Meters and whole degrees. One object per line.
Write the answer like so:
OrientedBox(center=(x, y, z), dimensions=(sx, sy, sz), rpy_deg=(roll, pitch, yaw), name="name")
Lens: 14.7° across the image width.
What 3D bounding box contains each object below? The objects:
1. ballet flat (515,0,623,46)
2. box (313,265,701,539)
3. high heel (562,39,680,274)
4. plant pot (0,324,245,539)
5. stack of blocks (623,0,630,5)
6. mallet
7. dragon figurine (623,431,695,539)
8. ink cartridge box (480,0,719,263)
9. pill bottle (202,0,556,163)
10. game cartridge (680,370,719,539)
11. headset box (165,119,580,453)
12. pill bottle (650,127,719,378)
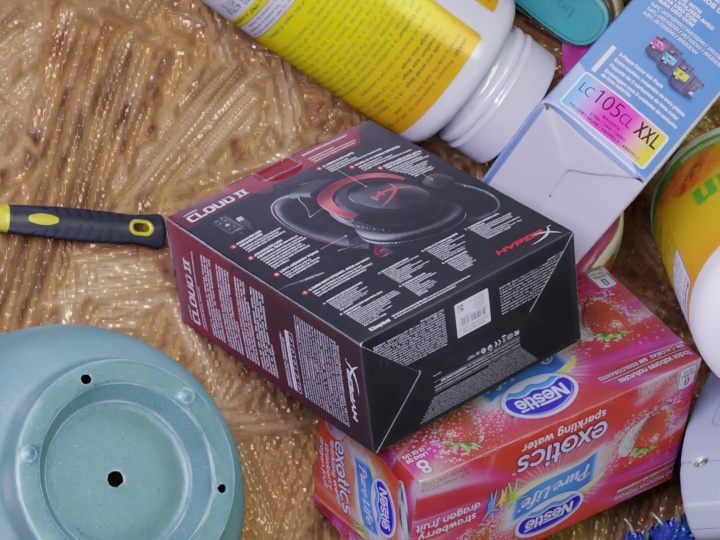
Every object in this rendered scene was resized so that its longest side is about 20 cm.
OrientedBox(center=(0.076, -0.210, 1.668), dimensions=(0.200, 0.071, 0.071), rpy_deg=(36, 65, -11), name="ballet flat")
OrientedBox(center=(0.082, 0.089, 1.562), dimensions=(0.200, 0.100, 0.095), rpy_deg=(-21, 48, -28), name="box")
OrientedBox(center=(0.120, -0.050, 1.664), dimensions=(0.096, 0.067, 0.200), rpy_deg=(29, 75, 9), name="high heel")
OrientedBox(center=(-0.143, 0.116, 1.450), dimensions=(0.200, 0.134, 0.201), rpy_deg=(6, 75, -24), name="plant pot")
OrientedBox(center=(0.262, -0.221, 1.767), dimensions=(0.115, 0.059, 0.200), rpy_deg=(34, 65, -14), name="stack of blocks")
OrientedBox(center=(-0.200, -0.039, 1.520), dimensions=(0.200, 0.041, 0.066), rpy_deg=(-3, 82, -30), name="mallet")
OrientedBox(center=(0.227, 0.118, 1.646), dimensions=(0.099, 0.059, 0.200), rpy_deg=(46, 68, -35), name="dragon figurine")
OrientedBox(center=(0.160, -0.102, 1.581), dimensions=(0.076, 0.136, 0.200), rpy_deg=(42, 58, 4), name="ink cartridge box")
OrientedBox(center=(0.012, -0.148, 1.603), dimensions=(0.200, 0.109, 0.109), rpy_deg=(35, 65, -13), name="pill bottle")
OrientedBox(center=(0.256, 0.082, 1.584), dimensions=(0.042, 0.133, 0.200), rpy_deg=(64, 34, -25), name="game cartridge")
OrientedBox(center=(0.000, 0.000, 1.528), dimensions=(0.148, 0.200, 0.075), rpy_deg=(-28, 128, -29), name="headset box")
OrientedBox(center=(0.235, 0.005, 1.580), dimensions=(0.111, 0.200, 0.111), rpy_deg=(-2, 117, -5), name="pill bottle")
